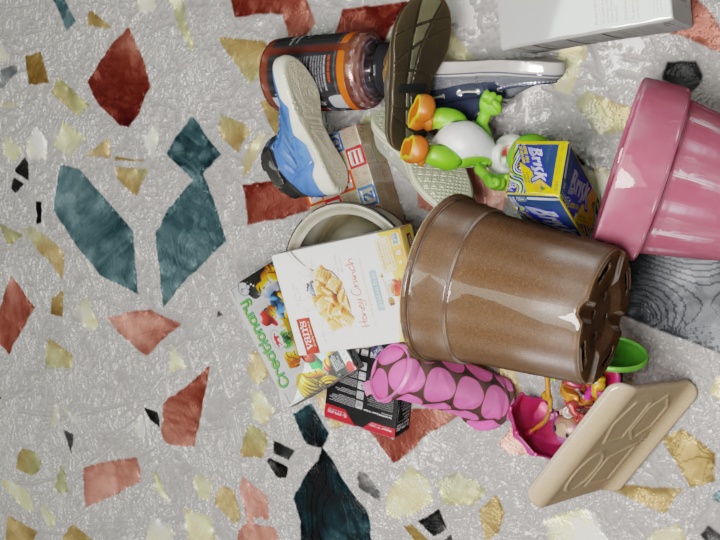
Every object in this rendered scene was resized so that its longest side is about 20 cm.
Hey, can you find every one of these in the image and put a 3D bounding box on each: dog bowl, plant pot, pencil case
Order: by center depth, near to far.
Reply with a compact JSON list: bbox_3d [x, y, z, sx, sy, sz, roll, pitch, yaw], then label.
[{"bbox_3d":[0.178,0.031,1.000,0.198,0.200,0.201,15,106,32],"label":"plant pot"},{"bbox_3d":[0.369,-0.093,1.001,0.179,0.200,0.200,18,108,12],"label":"plant pot"},{"bbox_3d":[0.105,0.157,1.191,0.094,0.200,0.091,-48,36,31],"label":"pencil case"},{"bbox_3d":[0.000,0.000,1.226,0.200,0.074,0.200,8,107,26],"label":"dog bowl"}]

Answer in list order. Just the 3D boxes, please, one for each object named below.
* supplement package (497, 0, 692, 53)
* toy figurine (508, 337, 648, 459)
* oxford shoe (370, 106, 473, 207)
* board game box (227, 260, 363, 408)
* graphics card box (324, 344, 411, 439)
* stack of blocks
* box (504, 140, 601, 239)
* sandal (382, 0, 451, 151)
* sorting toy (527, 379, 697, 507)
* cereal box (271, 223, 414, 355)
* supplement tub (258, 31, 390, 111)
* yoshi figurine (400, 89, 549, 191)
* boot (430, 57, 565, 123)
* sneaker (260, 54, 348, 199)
[{"bbox_3d":[0.270,-0.326,1.051,0.200,0.117,0.117,-2,99,31],"label":"supplement package"},{"bbox_3d":[0.258,0.159,1.136,0.200,0.150,0.184,24,123,43],"label":"toy figurine"},{"bbox_3d":[0.083,-0.142,1.215,0.200,0.075,0.058,51,161,28],"label":"oxford shoe"},{"bbox_3d":[-0.096,0.083,1.320,0.126,0.035,0.200,-32,80,19],"label":"board game box"},{"bbox_3d":[0.017,0.132,1.321,0.125,0.051,0.200,13,106,29],"label":"graphics card box"},{"bbox_3d":[-0.010,-0.096,1.292,0.115,0.059,0.200,-17,90,32],"label":"stack of blocks"},{"bbox_3d":[0.232,-0.080,1.063,0.064,0.200,0.070,5,74,28],"label":"box"},{"bbox_3d":[0.063,-0.255,1.164,0.055,0.082,0.200,41,130,56],"label":"sandal"},{"bbox_3d":[0.299,0.199,1.079,0.036,0.200,0.185,48,116,36],"label":"sorting toy"},{"bbox_3d":[-0.011,0.029,1.173,0.200,0.040,0.144,-12,97,30],"label":"cereal box"},{"bbox_3d":[-0.034,-0.273,1.249,0.200,0.107,0.107,4,101,31],"label":"supplement tub"},{"bbox_3d":[0.158,-0.153,1.113,0.200,0.112,0.113,14,123,-13],"label":"yoshi figurine"},{"bbox_3d":[0.170,-0.225,1.163,0.200,0.073,0.090,9,108,39],"label":"boot"},{"bbox_3d":[-0.101,-0.187,1.230,0.111,0.077,0.200,-7,121,32],"label":"sneaker"}]
